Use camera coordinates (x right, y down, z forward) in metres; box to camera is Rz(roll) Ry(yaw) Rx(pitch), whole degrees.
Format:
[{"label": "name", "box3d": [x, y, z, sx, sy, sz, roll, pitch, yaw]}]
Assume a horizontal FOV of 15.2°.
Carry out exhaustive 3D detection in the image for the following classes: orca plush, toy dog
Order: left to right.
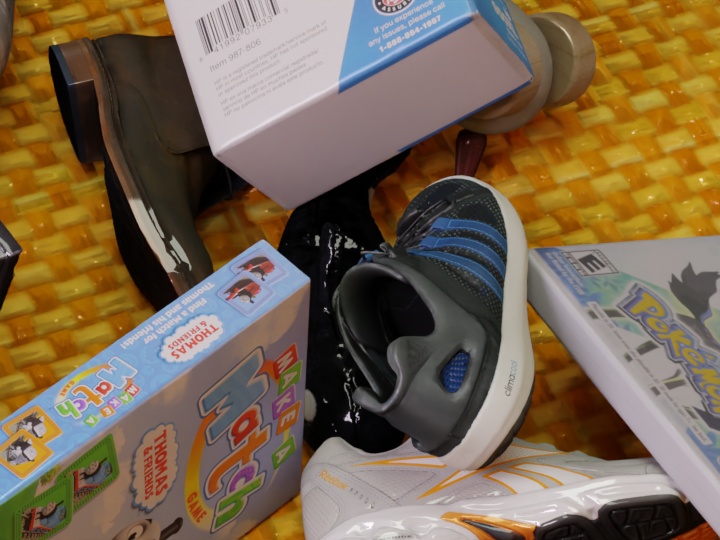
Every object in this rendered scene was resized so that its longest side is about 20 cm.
[{"label": "orca plush", "box3d": [0.000, 0.000, 1.291, 0.105, 0.071, 0.200, 11, 48, 7]}, {"label": "toy dog", "box3d": [0.027, -0.119, 1.390, 0.132, 0.097, 0.200, 9, 27, -41]}]

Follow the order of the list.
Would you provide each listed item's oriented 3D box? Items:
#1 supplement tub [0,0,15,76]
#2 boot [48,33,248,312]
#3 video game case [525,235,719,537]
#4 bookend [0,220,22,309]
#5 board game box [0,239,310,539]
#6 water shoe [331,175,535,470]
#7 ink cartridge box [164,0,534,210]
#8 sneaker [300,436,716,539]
[{"label": "supplement tub", "box3d": [-0.239, -0.183, 1.409, 0.122, 0.123, 0.201, -1, 49, -3]}, {"label": "boot", "box3d": [-0.084, -0.057, 1.336, 0.097, 0.075, 0.200, -16, 49, -13]}, {"label": "video game case", "box3d": [0.190, 0.056, 1.238, 0.182, 0.022, 0.200, -4, 43, -39]}, {"label": "bookend", "box3d": [-0.262, 0.051, 1.122, 0.198, 0.200, 0.092, -29, 71, -35]}, {"label": "board game box", "box3d": [-0.105, 0.095, 1.147, 0.037, 0.152, 0.200, 37, 56, 26]}, {"label": "water shoe", "box3d": [0.029, 0.006, 1.207, 0.079, 0.072, 0.200, 28, 24, -21]}, {"label": "ink cartridge box", "box3d": [-0.020, -0.155, 1.315, 0.144, 0.084, 0.201, -27, 61, 15]}, {"label": "sneaker", "box3d": [0.067, 0.094, 1.205, 0.199, 0.076, 0.092, -6, 51, -10]}]
